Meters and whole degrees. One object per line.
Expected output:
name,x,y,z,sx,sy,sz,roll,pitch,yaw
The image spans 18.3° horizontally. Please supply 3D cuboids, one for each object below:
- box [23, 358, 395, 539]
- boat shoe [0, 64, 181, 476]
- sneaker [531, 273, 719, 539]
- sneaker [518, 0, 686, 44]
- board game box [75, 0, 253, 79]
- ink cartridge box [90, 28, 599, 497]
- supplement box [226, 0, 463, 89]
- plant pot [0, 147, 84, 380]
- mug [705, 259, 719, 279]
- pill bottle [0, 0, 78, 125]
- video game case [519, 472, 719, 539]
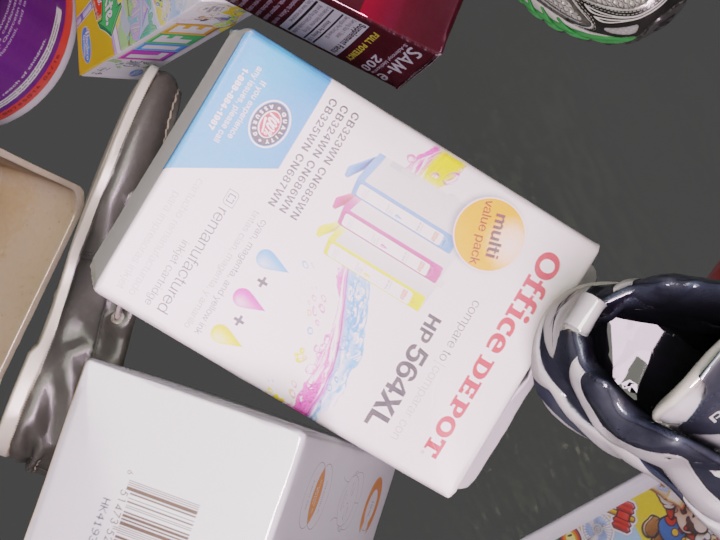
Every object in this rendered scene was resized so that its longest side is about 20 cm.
box,-0.064,0.118,0.953,0.097,0.200,0.124,18,86,14
boat shoe,-0.114,0.004,1.055,0.057,0.067,0.200,21,92,-7
sneaker,0.155,0.062,0.847,0.199,0.130,0.079,36,85,11
sneaker,0.074,-0.185,1.026,0.078,0.085,0.200,-41,77,4
board game box,-0.096,-0.203,1.045,0.034,0.134,0.200,1,79,-31
ink cartridge box,0.000,0.000,0.972,0.200,0.125,0.129,31,90,-8
supplement box,-0.042,-0.173,0.951,0.200,0.061,0.109,26,74,-12
plant pot,-0.282,-0.001,1.029,0.177,0.200,0.200,24,87,25
mug,0.244,-0.037,0.930,0.133,0.178,0.200,32,85,11
pill bottle,-0.210,-0.134,1.018,0.112,0.200,0.112,-1,82,11
video game case,0.128,0.197,0.952,0.182,0.023,0.200,-35,75,36
